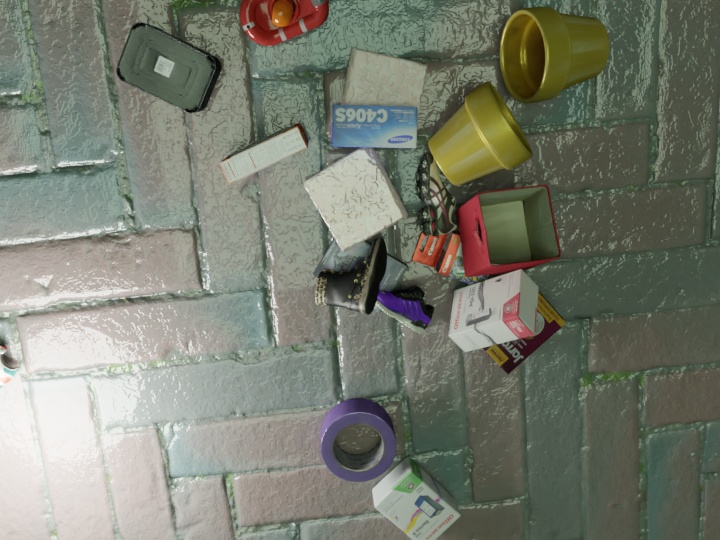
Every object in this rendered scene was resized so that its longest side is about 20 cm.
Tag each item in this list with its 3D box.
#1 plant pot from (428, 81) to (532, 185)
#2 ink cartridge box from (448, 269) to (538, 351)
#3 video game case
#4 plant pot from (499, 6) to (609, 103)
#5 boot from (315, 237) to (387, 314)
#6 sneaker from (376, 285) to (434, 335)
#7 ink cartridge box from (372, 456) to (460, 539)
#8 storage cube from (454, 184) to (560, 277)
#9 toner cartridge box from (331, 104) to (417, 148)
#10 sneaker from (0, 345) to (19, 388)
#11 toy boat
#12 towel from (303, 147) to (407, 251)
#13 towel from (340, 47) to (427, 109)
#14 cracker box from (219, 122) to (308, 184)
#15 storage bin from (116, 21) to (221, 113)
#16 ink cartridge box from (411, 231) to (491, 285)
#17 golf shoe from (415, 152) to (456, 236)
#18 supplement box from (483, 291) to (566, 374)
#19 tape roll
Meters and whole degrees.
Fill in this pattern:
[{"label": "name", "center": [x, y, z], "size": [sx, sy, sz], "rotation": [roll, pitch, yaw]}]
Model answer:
[{"label": "plant pot", "center": [0.269, -0.299, 1.613], "size": [0.188, 0.201, 0.201], "rotation": [-32, 104, 21]}, {"label": "ink cartridge box", "center": [0.321, 0.099, 1.687], "size": [0.199, 0.147, 0.085], "rotation": [-22, 130, 38]}, {"label": "video game case", "center": [0.000, 0.000, 1.757], "size": [0.199, 0.019, 0.144], "rotation": [29, 101, -11]}, {"label": "plant pot", "center": [0.443, -0.489, 1.566], "size": [0.187, 0.201, 0.203], "rotation": [-11, 106, -16]}, {"label": "boot", "center": [-0.021, 0.009, 1.699], "size": [0.149, 0.073, 0.202], "rotation": [3, 65, 26]}, {"label": "sneaker", "center": [0.107, 0.074, 1.751], "size": [0.199, 0.070, 0.100], "rotation": [33, 91, -28]}, {"label": "ink cartridge box", "center": [0.152, 0.632, 1.894], "size": [0.145, 0.088, 0.200], "rotation": [-44, 104, 8]}, {"label": "storage cube", "center": [0.341, -0.087, 1.633], "size": [0.198, 0.180, 0.173], "rotation": [-7, 83, -12]}, {"label": "toner cartridge box", "center": [0.032, -0.335, 1.623], "size": [0.197, 0.043, 0.096], "rotation": [0, 99, -3]}, {"label": "sneaker", "center": [-0.942, 0.203, 1.744], "size": [0.093, 0.070, 0.201], "rotation": [-39, 102, -11]}, {"label": "toy boat", "center": [-0.171, -0.570, 1.528], "size": [0.198, 0.131, 0.131], "rotation": [-18, 118, 14]}, {"label": "towel", "center": [-0.011, -0.175, 1.687], "size": [0.190, 0.032, 0.201], "rotation": [-29, 101, 1]}, {"label": "towel", "center": [0.050, -0.407, 1.648], "size": [0.189, 0.032, 0.202], "rotation": [10, 104, -6]}, {"label": "cracker box", "center": [-0.220, -0.274, 1.615], "size": [0.198, 0.134, 0.058], "rotation": [-23, 105, 4]}, {"label": "storage bin", "center": [-0.431, -0.457, 1.578], "size": [0.198, 0.094, 0.136], "rotation": [25, 102, -10]}, {"label": "ink cartridge box", "center": [0.240, -0.037, 1.743], "size": [0.198, 0.050, 0.110], "rotation": [18, 103, -8]}, {"label": "golf shoe", "center": [0.183, -0.185, 1.691], "size": [0.087, 0.077, 0.203], "rotation": [-6, 99, -13]}, {"label": "supplement box", "center": [0.396, 0.139, 1.770], "size": [0.200, 0.103, 0.131], "rotation": [-44, 104, 9]}, {"label": "tape roll", "center": [-0.006, 0.448, 1.839], "size": [0.197, 0.085, 0.203], "rotation": [-1, 105, -2]}]
